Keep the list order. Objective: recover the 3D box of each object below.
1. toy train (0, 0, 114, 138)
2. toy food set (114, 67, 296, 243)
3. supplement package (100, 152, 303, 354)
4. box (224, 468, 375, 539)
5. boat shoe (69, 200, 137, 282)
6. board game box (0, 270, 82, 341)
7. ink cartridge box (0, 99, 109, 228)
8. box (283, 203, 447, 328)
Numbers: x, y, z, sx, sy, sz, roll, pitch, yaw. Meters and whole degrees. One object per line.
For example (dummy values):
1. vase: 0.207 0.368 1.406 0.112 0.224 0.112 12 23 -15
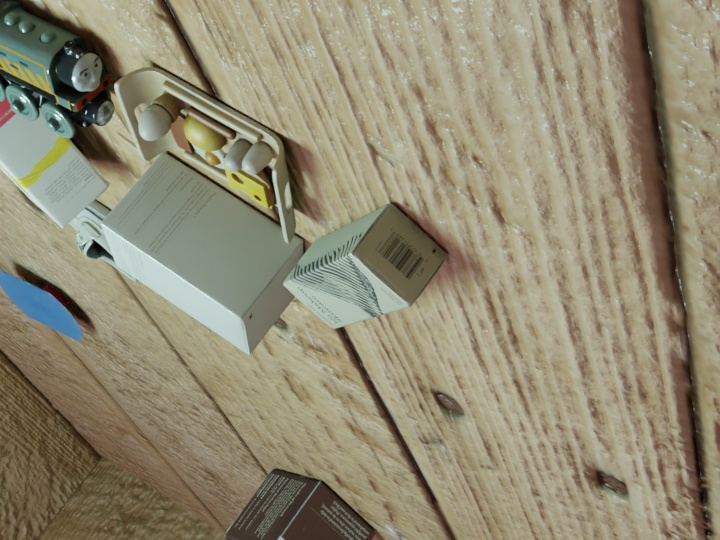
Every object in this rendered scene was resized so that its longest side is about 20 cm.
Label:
1. toy train: -0.349 -0.222 1.309 0.199 0.085 0.114 28 148 23
2. toy food set: -0.153 -0.111 1.245 0.199 0.061 0.144 31 158 18
3. supplement package: -0.175 -0.018 1.395 0.199 0.117 0.117 33 158 13
4. box: -0.115 0.495 2.300 0.166 0.164 0.200 47 157 -21
5. boat shoe: -0.366 -0.049 1.706 0.199 0.067 0.074 25 156 30
6. board game box: -0.604 0.054 2.350 0.199 0.039 0.158 22 150 23
7. ink cartridge box: -0.415 -0.162 1.489 0.145 0.083 0.200 33 164 51
8. box: 0.000 0.000 1.218 0.082 0.068 0.200 41 158 -10
